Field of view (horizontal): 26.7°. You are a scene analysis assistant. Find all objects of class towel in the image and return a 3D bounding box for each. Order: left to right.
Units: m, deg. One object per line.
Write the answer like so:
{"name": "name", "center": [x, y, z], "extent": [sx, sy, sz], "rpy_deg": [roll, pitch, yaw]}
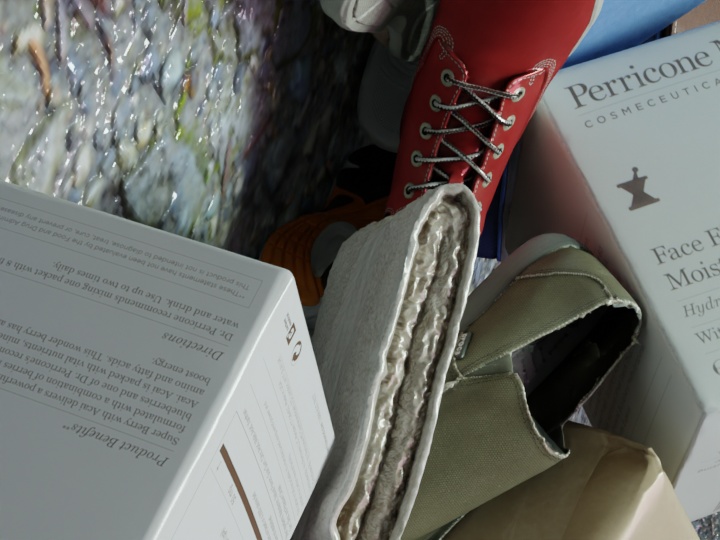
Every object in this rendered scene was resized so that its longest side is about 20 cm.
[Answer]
{"name": "towel", "center": [-0.007, 0.069, 0.599], "extent": [0.133, 0.034, 0.200], "rpy_deg": [158, -51, -72]}

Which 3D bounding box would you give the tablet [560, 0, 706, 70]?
{"name": "tablet", "center": [0.116, -0.162, 0.711], "extent": [0.130, 0.014, 0.200], "rpy_deg": [-33, 151, -6]}

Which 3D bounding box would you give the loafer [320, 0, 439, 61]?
{"name": "loafer", "center": [0.011, -0.147, 0.715], "extent": [0.072, 0.063, 0.200], "rpy_deg": [-51, 170, 12]}

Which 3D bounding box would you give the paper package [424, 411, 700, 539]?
{"name": "paper package", "center": [0.085, 0.200, 0.741], "extent": [0.200, 0.103, 0.191], "rpy_deg": [-54, 137, -18]}

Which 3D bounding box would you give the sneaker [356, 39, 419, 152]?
{"name": "sneaker", "center": [0.064, -0.140, 0.871], "extent": [0.200, 0.073, 0.112], "rpy_deg": [-59, 175, -11]}

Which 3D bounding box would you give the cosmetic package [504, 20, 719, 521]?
{"name": "cosmetic package", "center": [0.191, -0.001, 0.785], "extent": [0.165, 0.165, 0.200], "rpy_deg": [90, -20, -60]}

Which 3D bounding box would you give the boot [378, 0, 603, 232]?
{"name": "boot", "center": [0.050, -0.061, 0.671], "extent": [0.200, 0.072, 0.144], "rpy_deg": [113, -6, -64]}

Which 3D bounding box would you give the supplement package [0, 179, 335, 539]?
{"name": "supplement package", "center": [-0.106, 0.093, 0.467], "extent": [0.120, 0.121, 0.200], "rpy_deg": [80, 32, -57]}

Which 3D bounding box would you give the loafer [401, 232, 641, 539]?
{"name": "loafer", "center": [0.052, 0.066, 0.681], "extent": [0.200, 0.070, 0.075], "rpy_deg": [-49, 126, -11]}

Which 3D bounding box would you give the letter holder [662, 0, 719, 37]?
{"name": "letter holder", "center": [0.233, -0.138, 0.985], "extent": [0.101, 0.142, 0.200], "rpy_deg": [-20, -122, 62]}

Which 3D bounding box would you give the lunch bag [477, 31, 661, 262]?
{"name": "lunch bag", "center": [0.120, -0.092, 0.981], "extent": [0.136, 0.132, 0.200], "rpy_deg": [88, 13, -49]}

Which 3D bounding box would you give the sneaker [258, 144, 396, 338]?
{"name": "sneaker", "center": [0.000, 0.000, 0.824], "extent": [0.200, 0.076, 0.092], "rpy_deg": [-38, 150, -50]}
